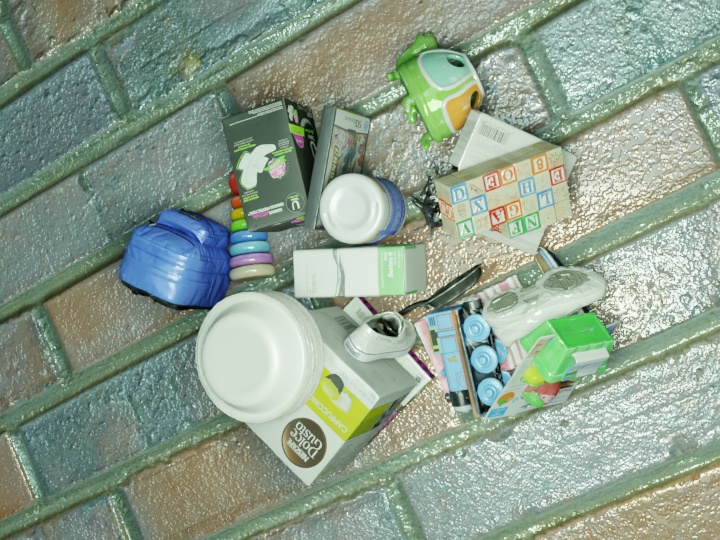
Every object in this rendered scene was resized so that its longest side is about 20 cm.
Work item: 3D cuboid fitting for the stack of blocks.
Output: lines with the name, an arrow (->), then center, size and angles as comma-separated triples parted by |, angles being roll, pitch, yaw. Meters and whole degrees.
stack of blocks -> 0.223, -0.113, 1.565 | 0.198, 0.059, 0.116 | -20, 112, -15

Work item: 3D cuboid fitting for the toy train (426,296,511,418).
toy train -> 0.181, 0.146, 1.663 | 0.113, 0.087, 0.203 | -11, 94, 26

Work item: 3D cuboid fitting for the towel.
towel -> 0.205, 0.114, 1.706 | 0.198, 0.030, 0.148 | -26, 85, 17

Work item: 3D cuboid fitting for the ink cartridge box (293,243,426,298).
ink cartridge box -> 0.000, 0.000, 1.706 | 0.197, 0.146, 0.085 | -2, 93, 18

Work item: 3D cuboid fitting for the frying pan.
frying pan -> 0.128, 0.048, 1.685 | 0.189, 0.115, 0.031 | -36, 90, 17

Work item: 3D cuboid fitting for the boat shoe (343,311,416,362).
boat shoe -> 0.049, 0.103, 1.664 | 0.074, 0.199, 0.066 | 44, 114, 14

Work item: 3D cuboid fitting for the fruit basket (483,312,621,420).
fruit basket -> 0.303, 0.162, 1.566 | 0.094, 0.183, 0.201 | 53, 135, 38

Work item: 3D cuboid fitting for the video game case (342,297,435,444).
video game case -> 0.002, 0.177, 1.771 | 0.200, 0.036, 0.181 | 46, 105, 11

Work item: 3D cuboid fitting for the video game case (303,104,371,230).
video game case -> -0.037, -0.168, 1.693 | 0.025, 0.180, 0.203 | 12, 96, 18

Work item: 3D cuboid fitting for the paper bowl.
paper bowl -> -0.163, 0.133, 1.545 | 0.198, 0.104, 0.204 | 0, 90, 22

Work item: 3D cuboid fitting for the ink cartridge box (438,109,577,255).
ink cartridge box -> 0.230, -0.140, 1.617 | 0.198, 0.045, 0.178 | 19, 99, -25

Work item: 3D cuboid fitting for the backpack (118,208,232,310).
backpack -> -0.331, -0.022, 1.787 | 0.161, 0.200, 0.170 | 18, 98, 17

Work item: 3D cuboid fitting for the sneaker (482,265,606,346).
sneaker -> 0.298, 0.062, 1.592 | 0.198, 0.078, 0.100 | -19, 124, 17

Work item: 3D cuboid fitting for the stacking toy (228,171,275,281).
stacking toy -> -0.206, -0.085, 1.811 | 0.084, 0.085, 0.203 | -10, 84, 18

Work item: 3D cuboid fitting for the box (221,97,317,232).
box -> -0.138, -0.177, 1.743 | 0.123, 0.148, 0.203 | -14, 87, 16

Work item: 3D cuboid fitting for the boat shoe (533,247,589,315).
boat shoe -> 0.327, 0.062, 1.641 | 0.072, 0.072, 0.202 | -30, 83, 18

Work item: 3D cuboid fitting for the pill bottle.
pill bottle -> 0.014, -0.101, 1.669 | 0.111, 0.200, 0.114 | 1, 92, 18

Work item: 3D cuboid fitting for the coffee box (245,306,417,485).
coffee box -> -0.062, 0.202, 1.669 | 0.199, 0.200, 0.198 | 42, 105, 14

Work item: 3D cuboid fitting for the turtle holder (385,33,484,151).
turtle holder -> 0.127, -0.302, 1.671 | 0.131, 0.186, 0.142 | -28, 118, 6

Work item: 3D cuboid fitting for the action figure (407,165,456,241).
action figure -> 0.154, -0.138, 1.675 | 0.118, 0.102, 0.201 | 32, 100, 2
